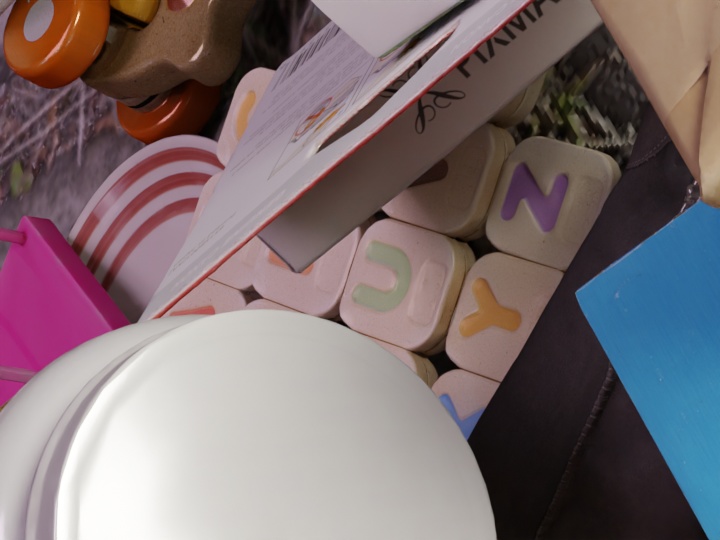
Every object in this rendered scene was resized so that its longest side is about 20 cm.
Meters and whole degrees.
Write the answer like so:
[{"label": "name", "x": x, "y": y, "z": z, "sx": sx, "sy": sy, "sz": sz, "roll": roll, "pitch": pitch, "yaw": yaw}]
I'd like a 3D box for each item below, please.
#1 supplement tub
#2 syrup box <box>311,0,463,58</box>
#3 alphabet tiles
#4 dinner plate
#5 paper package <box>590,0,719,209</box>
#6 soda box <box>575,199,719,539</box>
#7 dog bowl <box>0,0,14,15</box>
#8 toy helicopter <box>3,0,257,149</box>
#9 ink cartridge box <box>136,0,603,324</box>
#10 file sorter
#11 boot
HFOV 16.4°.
[{"label": "supplement tub", "x": -0.059, "y": 0.095, "z": 0.706, "sx": 0.200, "sy": 0.144, "sz": 0.145, "roll": 147, "pitch": 126, "yaw": -61}, {"label": "syrup box", "x": 0.039, "y": -0.160, "z": 0.714, "sx": 0.079, "sy": 0.081, "sz": 0.200, "roll": -31, "pitch": 21, "yaw": 46}, {"label": "alphabet tiles", "x": 0.000, "y": 0.000, "z": 0.850, "sx": 0.195, "sy": 0.015, "sz": 0.201, "roll": 19, "pitch": 91, "yaw": 48}, {"label": "dinner plate", "x": -0.074, "y": 0.048, "z": 0.959, "sx": 0.200, "sy": 0.024, "sz": 0.201, "roll": -22, "pitch": 63, "yaw": 50}, {"label": "paper package", "x": 0.167, "y": -0.092, "z": 0.515, "sx": 0.191, "sy": 0.199, "sz": 0.104, "roll": -51, "pitch": 44, "yaw": 31}, {"label": "soda box", "x": 0.135, "y": 0.070, "z": 0.570, "sx": 0.068, "sy": 0.064, "sz": 0.201, "roll": -39, "pitch": 75, "yaw": 42}, {"label": "dog bowl", "x": -0.128, "y": -0.169, "z": 0.992, "sx": 0.200, "sy": 0.059, "sz": 0.200, "roll": -47, "pitch": 14, "yaw": 15}, {"label": "toy helicopter", "x": -0.043, "y": -0.135, "z": 0.945, "sx": 0.199, "sy": 0.079, "sz": 0.133, "roll": -16, "pitch": 59, "yaw": 40}, {"label": "ink cartridge box", "x": 0.033, "y": -0.066, "z": 0.727, "sx": 0.200, "sy": 0.044, "sz": 0.174, "roll": -39, "pitch": 16, "yaw": 31}, {"label": "file sorter", "x": -0.185, "y": 0.088, "z": 0.975, "sx": 0.139, "sy": 0.125, "sz": 0.201, "roll": 46, "pitch": 118, "yaw": 49}, {"label": "boot", "x": 0.101, "y": 0.038, "z": 0.681, "sx": 0.201, "sy": 0.072, "sz": 0.182, "roll": -63, "pitch": 35, "yaw": 16}]
